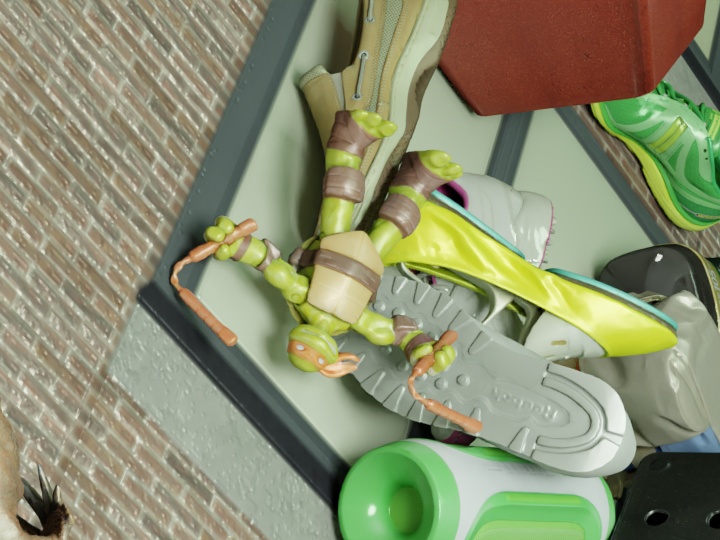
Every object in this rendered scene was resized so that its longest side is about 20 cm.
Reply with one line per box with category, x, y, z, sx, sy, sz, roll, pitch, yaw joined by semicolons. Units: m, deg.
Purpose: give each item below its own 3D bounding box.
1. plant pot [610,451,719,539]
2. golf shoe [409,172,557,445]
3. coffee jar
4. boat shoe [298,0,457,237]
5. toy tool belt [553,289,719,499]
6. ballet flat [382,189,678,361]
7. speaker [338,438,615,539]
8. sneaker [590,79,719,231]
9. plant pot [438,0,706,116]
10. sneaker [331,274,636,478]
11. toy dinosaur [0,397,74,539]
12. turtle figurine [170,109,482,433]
plant pot;0.245;0.227;1.354;0.200;0.199;0.178;-60;140;-47
golf shoe;0.062;0.022;1.352;0.091;0.075;0.200;28;53;-17
coffee jar;0.259;0.035;1.597;0.200;0.085;0.104;4;72;-54
boat shoe;-0.005;-0.100;1.311;0.076;0.072;0.200;23;60;-7
toy tool belt;0.206;0.107;1.474;0.200;0.123;0.125;60;42;-30
ballet flat;0.096;0.018;1.297;0.200;0.067;0.067;29;78;-4
speaker;0.075;0.147;1.284;0.200;0.088;0.089;10;67;-53
sneaker;0.243;-0.117;1.644;0.200;0.083;0.074;49;41;-30
plant pot;0.139;-0.217;1.456;0.200;0.200;0.176;-49;126;-52
sneaker;0.071;0.068;1.260;0.076;0.200;0.080;-60;161;0
toy dinosaur;-0.181;0.081;0.959;0.136;0.086;0.200;34;32;-56
turtle figurine;0.000;0.000;1.215;0.200;0.064;0.161;27;74;-10
